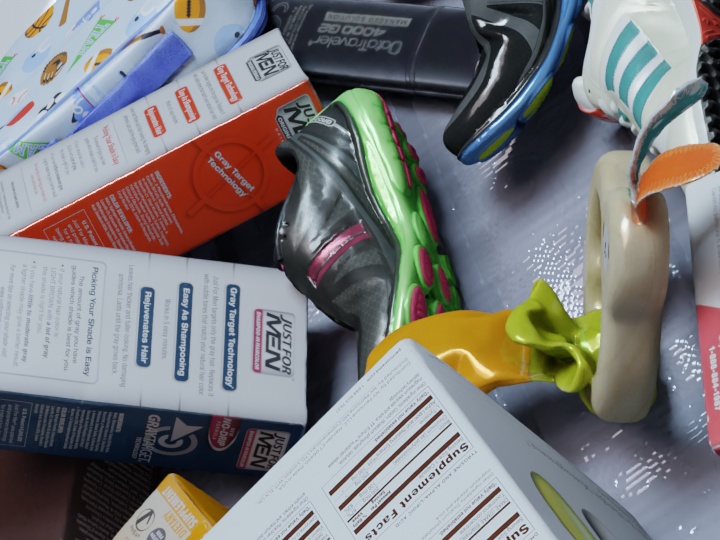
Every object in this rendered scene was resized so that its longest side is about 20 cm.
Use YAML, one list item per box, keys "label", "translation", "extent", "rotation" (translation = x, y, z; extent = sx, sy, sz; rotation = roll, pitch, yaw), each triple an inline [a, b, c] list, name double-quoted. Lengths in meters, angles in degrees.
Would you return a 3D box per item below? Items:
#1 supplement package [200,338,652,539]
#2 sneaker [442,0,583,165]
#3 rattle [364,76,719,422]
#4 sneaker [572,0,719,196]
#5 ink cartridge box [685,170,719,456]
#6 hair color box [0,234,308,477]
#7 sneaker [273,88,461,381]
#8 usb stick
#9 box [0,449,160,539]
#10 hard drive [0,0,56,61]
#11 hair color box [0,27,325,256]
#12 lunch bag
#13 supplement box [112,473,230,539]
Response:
- label: "supplement package"
  translation: [0.064, 0.173, 1.072]
  extent: [0.147, 0.191, 0.200]
  rotation: [-45, 42, 7]
- label: "sneaker"
  translation: [0.077, -0.150, 1.354]
  extent: [0.082, 0.071, 0.201]
  rotation: [15, 82, 0]
- label: "rattle"
  translation: [0.082, -0.012, 1.166]
  extent: [0.142, 0.200, 0.131]
  rotation: [16, 70, 8]
- label: "sneaker"
  translation: [0.155, -0.086, 1.285]
  extent: [0.093, 0.070, 0.201]
  rotation: [-43, 41, 36]
- label: "ink cartridge box"
  translation: [0.250, 0.002, 1.112]
  extent: [0.199, 0.083, 0.148]
  rotation: [-23, 49, 29]
- label: "hair color box"
  translation: [-0.129, 0.044, 1.344]
  extent: [0.061, 0.199, 0.101]
  rotation: [109, 165, -53]
- label: "sneaker"
  translation: [0.000, 0.000, 1.332]
  extent: [0.083, 0.077, 0.201]
  rotation: [-24, 50, 15]
- label: "usb stick"
  translation: [0.013, -0.126, 1.455]
  extent: [0.199, 0.033, 0.056]
  rotation: [10, 73, 45]
- label: "box"
  translation: [-0.169, 0.118, 1.412]
  extent: [0.100, 0.075, 0.201]
  rotation: [-16, 54, 32]
- label: "hard drive"
  translation: [-0.273, -0.112, 1.704]
  extent: [0.132, 0.027, 0.201]
  rotation: [17, 74, 47]
- label: "hair color box"
  translation: [-0.113, -0.052, 1.431]
  extent: [0.199, 0.061, 0.102]
  rotation: [-28, 25, 0]
- label: "lunch bag"
  translation: [-0.145, -0.120, 1.535]
  extent: [0.200, 0.076, 0.160]
  rotation: [-42, 25, 12]
- label: "supplement box"
  translation: [-0.113, 0.220, 1.286]
  extent: [0.200, 0.073, 0.126]
  rotation: [-50, 40, 2]
